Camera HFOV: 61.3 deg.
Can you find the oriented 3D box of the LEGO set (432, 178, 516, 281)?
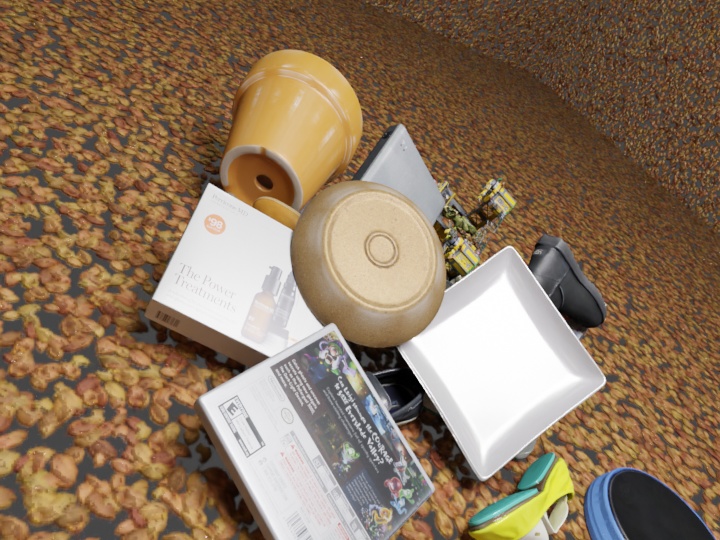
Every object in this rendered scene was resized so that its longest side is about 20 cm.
[{"bbox_3d":[0.129,-0.075,0.908,0.116,0.153,0.201,44,65,-7],"label":"LEGO set"}]

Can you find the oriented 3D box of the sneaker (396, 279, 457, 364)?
[{"bbox_3d":[0.138,0.047,0.814,0.194,0.116,0.077,-20,50,-16],"label":"sneaker"}]

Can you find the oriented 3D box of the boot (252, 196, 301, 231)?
[{"bbox_3d":[-0.105,0.005,0.754,0.201,0.071,0.143,45,46,9],"label":"boot"}]

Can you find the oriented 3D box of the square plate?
[{"bbox_3d":[0.160,0.104,0.723,0.197,0.029,0.201,-31,77,-14],"label":"square plate"}]

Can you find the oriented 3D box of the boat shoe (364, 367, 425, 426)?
[{"bbox_3d":[0.001,0.148,0.677,0.196,0.063,0.075,-3,45,-41],"label":"boat shoe"}]

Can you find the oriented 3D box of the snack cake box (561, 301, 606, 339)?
[{"bbox_3d":[0.262,0.088,0.904,0.114,0.068,0.199,40,60,20],"label":"snack cake box"}]

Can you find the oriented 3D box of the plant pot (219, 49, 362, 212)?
[{"bbox_3d":[-0.112,-0.176,0.871,0.195,0.202,0.186,26,47,-6],"label":"plant pot"}]

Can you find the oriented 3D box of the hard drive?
[{"bbox_3d":[0.031,-0.068,0.791,0.141,0.032,0.202,53,56,-32],"label":"hard drive"}]

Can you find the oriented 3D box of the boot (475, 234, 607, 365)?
[{"bbox_3d":[0.236,0.083,0.813,0.165,0.065,0.202,47,69,-22],"label":"boot"}]

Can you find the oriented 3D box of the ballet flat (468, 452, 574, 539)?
[{"bbox_3d":[0.191,0.268,0.675,0.197,0.066,0.069,-11,70,-51],"label":"ballet flat"}]

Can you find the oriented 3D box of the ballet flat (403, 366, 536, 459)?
[{"bbox_3d":[0.142,0.164,0.773,0.196,0.071,0.070,31,30,1],"label":"ballet flat"}]

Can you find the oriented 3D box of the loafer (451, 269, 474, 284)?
[{"bbox_3d":[0.166,0.034,0.974,0.198,0.071,0.075,37,31,10],"label":"loafer"}]

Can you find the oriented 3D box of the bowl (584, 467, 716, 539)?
[{"bbox_3d":[0.371,0.337,0.751,0.195,0.040,0.203,23,32,-15],"label":"bowl"}]

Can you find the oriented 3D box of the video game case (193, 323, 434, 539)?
[{"bbox_3d":[-0.036,0.171,0.576,0.179,0.023,0.203,-24,77,-45],"label":"video game case"}]

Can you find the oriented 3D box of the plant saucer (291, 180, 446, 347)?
[{"bbox_3d":[0.019,-0.018,0.693,0.193,0.035,0.207,8,68,-19],"label":"plant saucer"}]

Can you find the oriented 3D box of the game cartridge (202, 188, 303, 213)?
[{"bbox_3d":[-0.123,-0.061,0.895,0.195,0.041,0.135,1,46,-40],"label":"game cartridge"}]

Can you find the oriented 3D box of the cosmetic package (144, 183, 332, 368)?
[{"bbox_3d":[-0.113,0.020,0.668,0.196,0.052,0.154,28,54,-17],"label":"cosmetic package"}]
